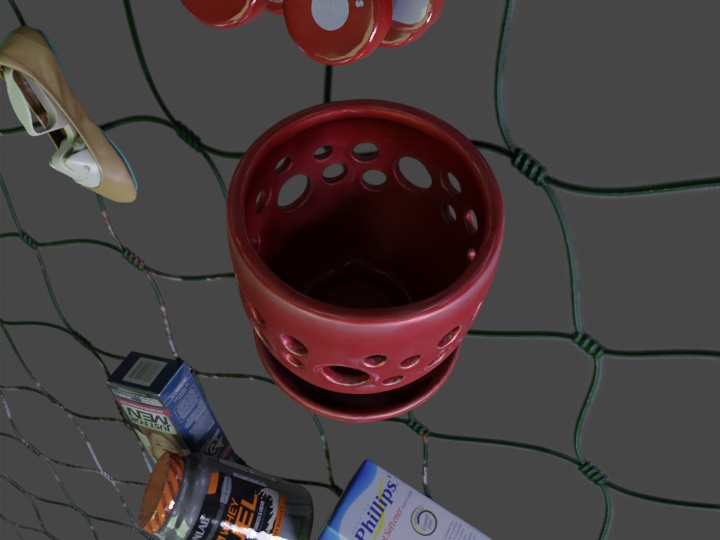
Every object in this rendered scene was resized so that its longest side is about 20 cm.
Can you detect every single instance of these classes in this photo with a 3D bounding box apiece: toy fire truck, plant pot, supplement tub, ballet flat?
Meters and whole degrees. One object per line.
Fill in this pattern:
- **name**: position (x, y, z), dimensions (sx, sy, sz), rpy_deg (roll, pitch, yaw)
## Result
- **toy fire truck**: position (-0.025, -0.231, 0.577), dimensions (0.197, 0.112, 0.170), rpy_deg (21, 116, 18)
- **plant pot**: position (0.000, 0.000, 0.715), dimensions (0.198, 0.202, 0.184), rpy_deg (26, 150, 13)
- **supplement tub**: position (-0.167, 0.304, 1.160), dimensions (0.198, 0.124, 0.122), rpy_deg (23, 147, -20)
- **ballet flat**: position (-0.291, -0.135, 0.901), dimensions (0.068, 0.063, 0.202), rpy_deg (-1, 129, 38)

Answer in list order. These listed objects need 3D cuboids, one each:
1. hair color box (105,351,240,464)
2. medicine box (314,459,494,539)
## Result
- **hair color box**: position (-0.242, 0.203, 1.218), dimensions (0.099, 0.061, 0.202), rpy_deg (7, 134, 33)
- **medicine box**: position (0.043, 0.351, 1.114), dimensions (0.198, 0.103, 0.183), rpy_deg (31, 142, 6)
